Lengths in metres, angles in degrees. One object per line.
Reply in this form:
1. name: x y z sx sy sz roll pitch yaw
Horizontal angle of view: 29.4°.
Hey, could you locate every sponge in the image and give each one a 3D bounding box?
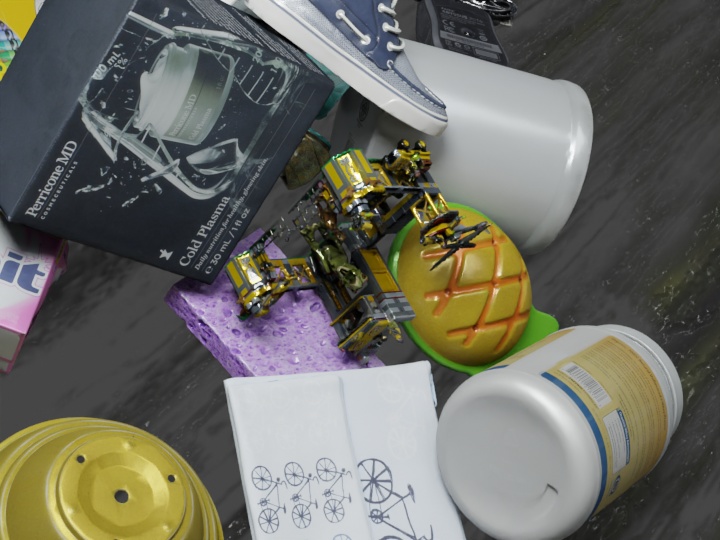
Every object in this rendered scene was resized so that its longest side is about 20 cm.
1. sponge: -0.061 0.064 1.151 0.200 0.030 0.112 47 48 10

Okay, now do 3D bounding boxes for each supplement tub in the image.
1. supplement tub: 0.171 0.128 1.137 0.145 0.145 0.200 52 37 14

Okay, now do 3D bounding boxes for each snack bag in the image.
1. snack bag: -0.003 0.168 1.079 0.200 0.021 0.189 -2 72 -33

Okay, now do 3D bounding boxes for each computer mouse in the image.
1. computer mouse: 0.107 -0.242 1.458 0.138 0.053 0.200 15 39 -15

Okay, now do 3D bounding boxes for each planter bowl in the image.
1. planter bowl: -0.179 0.175 0.969 0.200 0.083 0.201 14 52 -18

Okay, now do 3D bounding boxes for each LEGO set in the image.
1. LEGO set: 0.000 0.000 1.096 0.154 0.200 0.116 4 51 -57

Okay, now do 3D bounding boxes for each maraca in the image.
1. maraca: 0.101 0.032 1.215 0.137 0.107 0.200 -44 107 -21

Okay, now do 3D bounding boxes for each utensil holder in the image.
1. utensil holder: 0.088 -0.120 1.275 0.200 0.170 0.170 15 51 -17

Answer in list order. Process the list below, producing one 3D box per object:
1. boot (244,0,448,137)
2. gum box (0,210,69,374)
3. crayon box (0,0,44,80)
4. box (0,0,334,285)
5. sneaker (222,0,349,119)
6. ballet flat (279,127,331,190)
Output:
1. boot: 0.010 -0.197 1.119 0.200 0.090 0.073 34 13 -17
2. gum box: -0.327 -0.011 1.038 0.200 0.066 0.114 22 51 -13
3. crayon box: -0.269 -0.164 1.188 0.172 0.058 0.200 -9 61 -33
4. box: -0.164 -0.120 1.065 0.197 0.200 0.124 20 19 -41
5. sneaker: -0.068 -0.196 1.264 0.121 0.084 0.200 43 14 12
6. ballet flat: -0.119 -0.146 1.259 0.200 0.071 0.071 38 48 5
